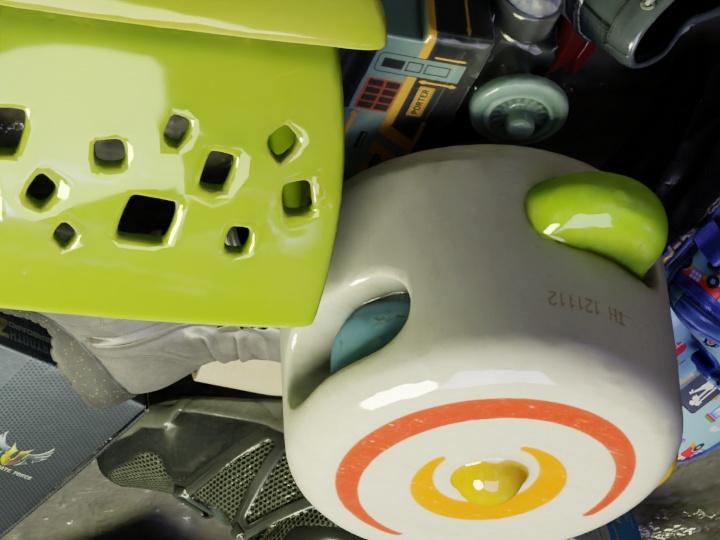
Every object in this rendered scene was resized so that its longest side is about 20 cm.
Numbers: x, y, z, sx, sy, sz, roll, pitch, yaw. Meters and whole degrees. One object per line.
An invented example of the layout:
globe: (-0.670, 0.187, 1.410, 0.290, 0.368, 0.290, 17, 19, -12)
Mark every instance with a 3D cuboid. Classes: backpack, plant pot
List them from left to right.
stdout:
plant pot: (-0.102, -0.110, 1.089, 0.198, 0.201, 0.182, 5, 131, -20)
backpack: (0.174, 0.015, 1.312, 0.200, 0.135, 0.183, -45, 136, 2)

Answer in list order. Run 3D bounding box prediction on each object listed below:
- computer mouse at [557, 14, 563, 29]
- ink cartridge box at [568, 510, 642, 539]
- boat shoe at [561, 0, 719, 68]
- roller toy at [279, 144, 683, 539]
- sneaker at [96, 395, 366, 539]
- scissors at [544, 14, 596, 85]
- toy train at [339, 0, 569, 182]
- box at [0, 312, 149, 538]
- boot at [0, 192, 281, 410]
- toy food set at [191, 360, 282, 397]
computer mouse: (0.070, -0.146, 1.203, 0.140, 0.046, 0.200, 20, 130, -33)
ink cartridge box: (0.069, 0.162, 1.549, 0.116, 0.067, 0.200, -39, 134, 26)
boat shoe: (0.189, -0.147, 1.196, 0.199, 0.062, 0.073, -21, 140, -16)
roller toy: (0.055, 0.046, 1.172, 0.181, 0.140, 0.200, -6, 147, 3)
sneaker: (-0.066, 0.131, 1.407, 0.198, 0.115, 0.076, 1, 160, 23)
scissors: (0.090, -0.098, 1.241, 0.200, 0.014, 0.073, -51, 153, 15)
toy train: (0.022, -0.074, 1.195, 0.113, 0.086, 0.200, 10, 144, -16)
box: (-0.238, 0.068, 1.368, 0.200, 0.051, 0.158, 26, 125, -38)
boot: (-0.116, -0.010, 1.276, 0.131, 0.070, 0.200, -15, 143, 21)
toy food set: (0.000, 0.000, 1.358, 0.143, 0.061, 0.200, 11, 134, -11)
